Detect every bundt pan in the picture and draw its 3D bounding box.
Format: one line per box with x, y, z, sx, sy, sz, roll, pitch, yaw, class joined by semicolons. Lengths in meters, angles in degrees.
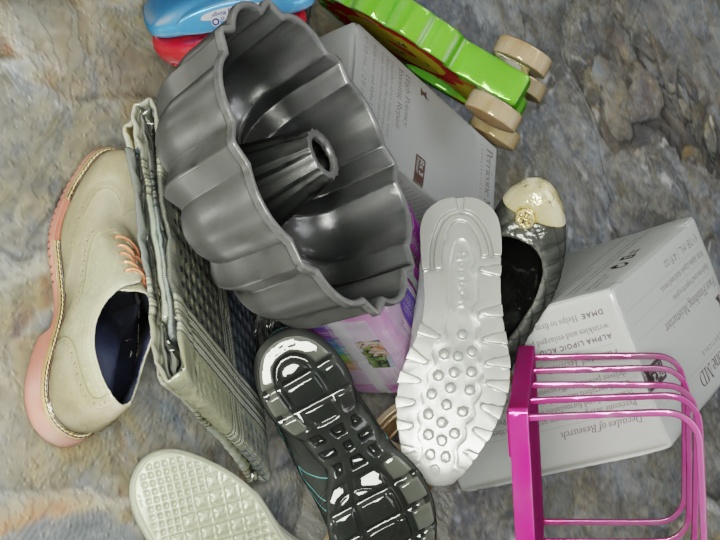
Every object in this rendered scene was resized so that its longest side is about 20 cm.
-0.052;-0.056;0.948;0.202;0.075;0.203;44;34;-39;bundt pan

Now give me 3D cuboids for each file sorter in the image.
0.168;0.137;1.071;0.200;0.124;0.141;-49;136;-79;file sorter

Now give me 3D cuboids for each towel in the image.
-0.104;0.017;0.985;0.200;0.034;0.194;64;15;-62;towel

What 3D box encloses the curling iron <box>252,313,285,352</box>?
-0.031;0.106;1.137;0.050;0.025;0.201;-47;122;-28;curling iron

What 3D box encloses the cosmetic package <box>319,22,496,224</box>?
0.028;-0.096;1.258;0.199;0.074;0.103;34;50;-41;cosmetic package

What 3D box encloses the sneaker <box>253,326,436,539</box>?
-0.008;0.122;1.056;0.202;0.075;0.079;65;-5;-11;sneaker

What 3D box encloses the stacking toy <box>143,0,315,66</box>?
-0.079;-0.103;1.101;0.110;0.115;0.202;-119;-161;-67;stacking toy

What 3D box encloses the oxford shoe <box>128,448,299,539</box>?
-0.073;0.186;1.019;0.200;0.058;0.076;40;76;-21;oxford shoe

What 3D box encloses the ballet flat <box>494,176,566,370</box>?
0.102;0.026;1.168;0.057;0.066;0.202;-25;137;-62;ballet flat

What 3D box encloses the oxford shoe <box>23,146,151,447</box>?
-0.148;0.008;0.966;0.071;0.073;0.202;29;53;-42;oxford shoe

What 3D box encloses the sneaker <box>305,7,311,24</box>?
-0.071;-0.249;1.198;0.104;0.060;0.202;32;57;-42;sneaker

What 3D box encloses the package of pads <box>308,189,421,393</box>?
0.000;0.000;1.121;0.200;0.075;0.122;55;38;-62;package of pads

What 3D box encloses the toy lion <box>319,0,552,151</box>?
0.056;-0.178;1.279;0.069;0.191;0.200;-60;174;0;toy lion

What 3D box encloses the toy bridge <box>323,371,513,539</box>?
0.026;0.136;1.126;0.200;0.067;0.027;-51;131;-15;toy bridge

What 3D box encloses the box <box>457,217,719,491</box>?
0.178;0.067;1.289;0.199;0.199;0.132;-32;102;-55;box

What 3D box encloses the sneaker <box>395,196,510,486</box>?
0.067;0.054;1.103;0.081;0.076;0.202;92;8;-74;sneaker
